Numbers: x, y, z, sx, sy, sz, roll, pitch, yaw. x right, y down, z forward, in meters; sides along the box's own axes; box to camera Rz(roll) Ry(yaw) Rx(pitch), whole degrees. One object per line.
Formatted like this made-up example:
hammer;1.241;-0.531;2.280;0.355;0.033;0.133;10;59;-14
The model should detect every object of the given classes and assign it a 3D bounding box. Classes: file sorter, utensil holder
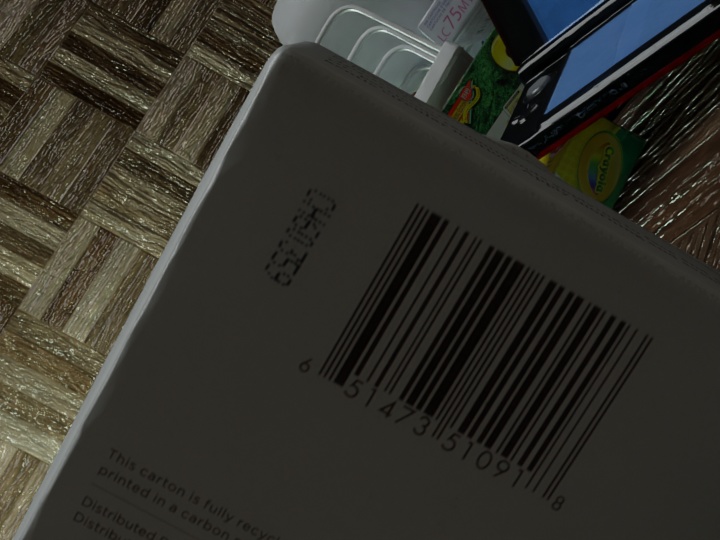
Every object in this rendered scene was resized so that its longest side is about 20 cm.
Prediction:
file sorter;0.042;-0.116;0.915;0.139;0.124;0.200;-60;-30;5
utensil holder;0.028;-0.280;0.980;0.200;0.170;0.170;-57;7;33

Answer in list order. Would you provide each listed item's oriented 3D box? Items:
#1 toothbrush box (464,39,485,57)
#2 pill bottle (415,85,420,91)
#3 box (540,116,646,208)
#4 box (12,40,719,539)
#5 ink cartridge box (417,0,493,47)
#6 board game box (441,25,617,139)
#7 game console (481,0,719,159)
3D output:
toothbrush box;0.177;-0.283;1.187;0.200;0.085;0.146;-61;7;-6
pill bottle;0.080;-0.290;1.114;0.200;0.112;0.112;-56;7;32
box;0.110;-0.019;0.683;0.201;0.048;0.117;-64;5;-6
box;0.015;0.051;0.387;0.200;0.198;0.131;-60;5;12
ink cartridge box;0.134;-0.257;0.926;0.200;0.042;0.119;-30;-19;-54
board game box;0.146;-0.157;0.734;0.200;0.105;0.023;-58;1;39
game console;0.135;-0.180;0.615;0.200;0.119;0.173;-35;17;39
